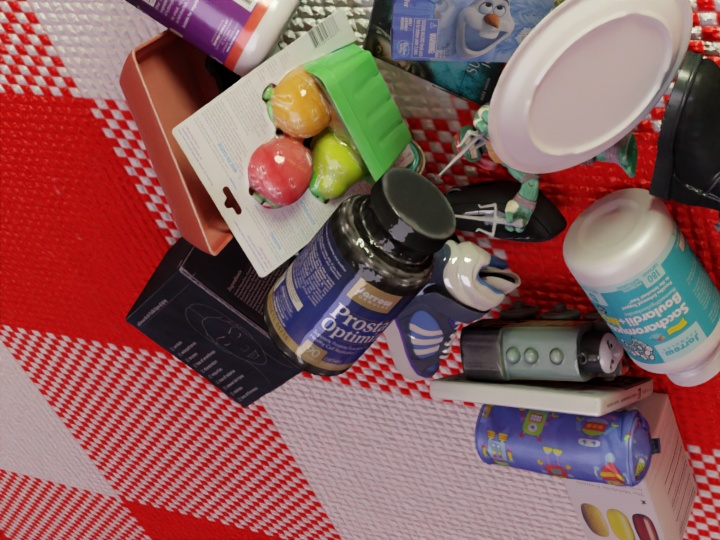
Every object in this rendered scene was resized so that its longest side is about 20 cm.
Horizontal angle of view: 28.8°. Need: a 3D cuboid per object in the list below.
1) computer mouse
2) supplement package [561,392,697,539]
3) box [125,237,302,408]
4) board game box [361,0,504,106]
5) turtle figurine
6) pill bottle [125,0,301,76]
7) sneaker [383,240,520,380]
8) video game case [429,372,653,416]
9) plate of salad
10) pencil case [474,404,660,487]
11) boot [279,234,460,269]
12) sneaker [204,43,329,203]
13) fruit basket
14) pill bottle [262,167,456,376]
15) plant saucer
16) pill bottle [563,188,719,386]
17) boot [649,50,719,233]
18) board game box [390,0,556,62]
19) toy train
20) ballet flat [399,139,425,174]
[{"bbox_3d":[0.099,-0.060,1.399,0.198,0.140,0.047,13,118,28],"label":"computer mouse"},{"bbox_3d":[0.316,0.241,1.651,0.112,0.110,0.201,6,142,31],"label":"supplement package"},{"bbox_3d":[-0.155,0.044,1.730,0.196,0.125,0.200,36,147,-14],"label":"box"},{"bbox_3d":[0.079,-0.242,1.252,0.134,0.028,0.201,25,147,5],"label":"board game box"},{"bbox_3d":[0.150,-0.118,1.304,0.197,0.102,0.150,-11,141,27],"label":"turtle figurine"},{"bbox_3d":[-0.156,-0.277,1.305,0.199,0.113,0.113,33,147,-5],"label":"pill bottle"},{"bbox_3d":[0.100,0.044,1.452,0.144,0.082,0.201,-7,142,15],"label":"sneaker"},{"bbox_3d":[0.203,0.131,1.553,0.197,0.024,0.181,3,-175,29],"label":"video game case"},{"bbox_3d":[0.184,-0.164,1.149,0.048,0.198,0.201,56,164,35],"label":"plate of salad"},{"bbox_3d":[0.226,0.183,1.545,0.197,0.088,0.078,4,156,30],"label":"pencil case"},{"bbox_3d":[0.016,-0.021,1.492,0.156,0.081,0.211,18,-170,22],"label":"boot"},{"bbox_3d":[-0.098,-0.146,1.399,0.080,0.086,0.202,-26,100,36],"label":"sneaker"},{"bbox_3d":[-0.060,-0.121,1.337,0.186,0.199,0.094,59,173,-34],"label":"fruit basket"},{"bbox_3d":[0.000,0.000,1.328,0.111,0.112,0.200,34,125,-10],"label":"pill bottle"},{"bbox_3d":[-0.162,-0.132,1.354,0.036,0.200,0.203,-15,106,18],"label":"plant saucer"},{"bbox_3d":[0.289,0.024,1.378,0.110,0.112,0.200,-8,133,43],"label":"pill bottle"},{"bbox_3d":[0.339,-0.098,1.211,0.160,0.074,0.199,20,154,17],"label":"boot"},{"bbox_3d":[0.125,-0.251,1.127,0.196,0.044,0.201,0,144,-1],"label":"board game box"},{"bbox_3d":[0.202,0.083,1.507,0.198,0.113,0.087,1,101,36],"label":"toy train"},{"bbox_3d":[-0.016,-0.121,1.468,0.197,0.070,0.070,16,146,23],"label":"ballet flat"}]
